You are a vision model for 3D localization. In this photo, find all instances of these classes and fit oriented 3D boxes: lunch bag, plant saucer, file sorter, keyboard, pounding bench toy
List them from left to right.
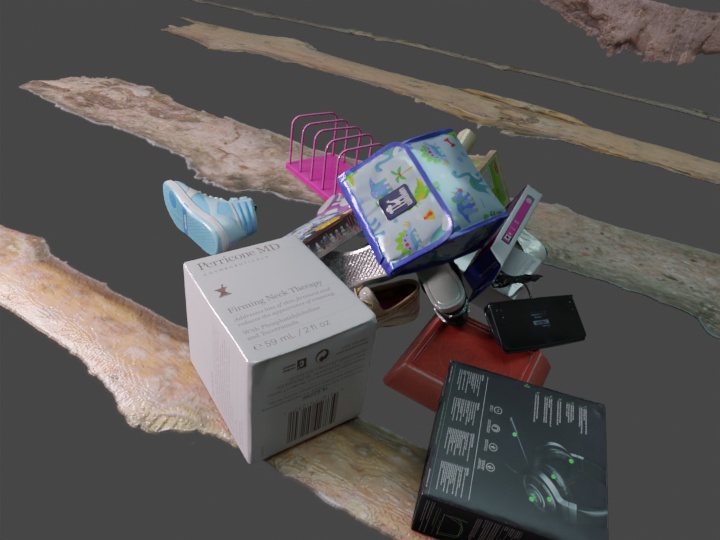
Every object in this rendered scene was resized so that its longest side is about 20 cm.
[{"bbox_3d":[-0.056,-0.257,1.218,0.138,0.127,0.200,-18,43,-33],"label":"file sorter"},{"bbox_3d":[0.085,-0.096,0.799,0.198,0.128,0.172,-21,70,-22],"label":"lunch bag"},{"bbox_3d":[0.163,-0.170,1.015,0.155,0.201,0.124,16,54,43],"label":"pounding bench toy"},{"bbox_3d":[0.163,0.137,0.794,0.198,0.037,0.200,25,39,21],"label":"plant saucer"},{"bbox_3d":[0.265,0.058,0.845,0.198,0.021,0.129,-2,69,-34],"label":"keyboard"}]

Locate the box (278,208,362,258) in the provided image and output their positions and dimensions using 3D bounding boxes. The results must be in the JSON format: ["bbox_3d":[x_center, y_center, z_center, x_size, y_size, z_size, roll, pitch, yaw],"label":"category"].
[{"bbox_3d":[-0.096,-0.039,0.897,0.199,0.040,0.136,-35,17,-32],"label":"box"}]

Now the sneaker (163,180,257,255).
[{"bbox_3d":[-0.269,-0.113,1.016,0.130,0.080,0.200,-27,58,-37],"label":"sneaker"}]

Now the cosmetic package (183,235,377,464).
[{"bbox_3d":[-0.108,0.089,0.690,0.166,0.168,0.200,-17,41,-31],"label":"cosmetic package"}]

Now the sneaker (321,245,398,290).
[{"bbox_3d":[0.000,0.000,0.892,0.198,0.075,0.082,-9,-9,33],"label":"sneaker"}]

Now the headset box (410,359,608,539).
[{"bbox_3d":[0.173,0.219,0.609,0.197,0.094,0.175,14,46,9],"label":"headset box"}]

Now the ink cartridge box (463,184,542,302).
[{"bbox_3d":[0.217,-0.041,0.865,0.037,0.095,0.201,34,60,1],"label":"ink cartridge box"}]

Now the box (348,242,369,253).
[{"bbox_3d":[0.044,-0.037,1.009,0.041,0.039,0.199,29,40,29],"label":"box"}]

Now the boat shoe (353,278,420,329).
[{"bbox_3d":[0.009,0.055,0.845,0.198,0.070,0.074,-16,41,-31],"label":"boat shoe"}]

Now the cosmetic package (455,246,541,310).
[{"bbox_3d":[0.197,-0.008,0.949,0.199,0.072,0.102,29,60,25],"label":"cosmetic package"}]

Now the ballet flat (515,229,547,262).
[{"bbox_3d":[0.286,-0.073,1.096,0.069,0.070,0.200,-13,43,-28],"label":"ballet flat"}]

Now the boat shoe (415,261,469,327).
[{"bbox_3d":[0.122,0.005,0.876,0.075,0.061,0.202,-19,43,11],"label":"boat shoe"}]

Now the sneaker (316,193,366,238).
[{"bbox_3d":[-0.020,-0.093,1.028,0.075,0.100,0.199,-50,22,-12],"label":"sneaker"}]
